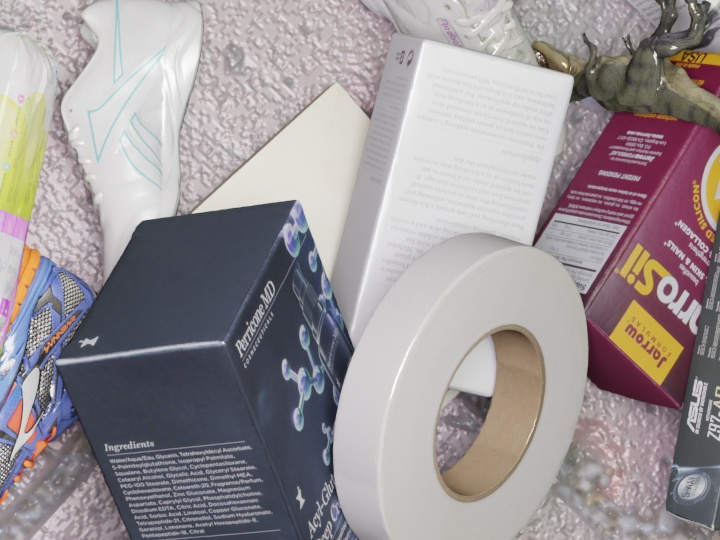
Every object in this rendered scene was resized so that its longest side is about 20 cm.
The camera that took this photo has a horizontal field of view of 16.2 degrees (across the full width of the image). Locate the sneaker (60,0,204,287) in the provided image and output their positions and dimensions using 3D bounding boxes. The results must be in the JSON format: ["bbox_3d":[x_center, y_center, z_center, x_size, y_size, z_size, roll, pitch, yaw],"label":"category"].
[{"bbox_3d":[-0.145,-0.071,1.523,0.080,0.070,0.200,8,76,-10],"label":"sneaker"}]

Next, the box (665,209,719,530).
[{"bbox_3d":[0.277,0.063,1.594,0.160,0.044,0.200,3,99,-41],"label":"box"}]

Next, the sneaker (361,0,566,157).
[{"bbox_3d":[0.064,-0.148,1.573,0.075,0.100,0.200,-42,99,-22],"label":"sneaker"}]

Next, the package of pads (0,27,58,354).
[{"bbox_3d":[-0.263,-0.046,1.446,0.154,0.068,0.200,7,82,16],"label":"package of pads"}]

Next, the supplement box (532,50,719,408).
[{"bbox_3d":[0.194,-0.028,1.593,0.110,0.086,0.200,42,74,-32],"label":"supplement box"}]

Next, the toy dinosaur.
[{"bbox_3d":[0.184,-0.131,1.565,0.047,0.200,0.088,16,96,-37],"label":"toy dinosaur"}]

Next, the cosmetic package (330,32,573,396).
[{"bbox_3d":[0.050,-0.035,1.524,0.101,0.071,0.200,13,95,-16],"label":"cosmetic package"}]

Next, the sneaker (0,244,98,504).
[{"bbox_3d":[-0.201,0.087,1.485,0.078,0.075,0.200,19,81,-18],"label":"sneaker"}]

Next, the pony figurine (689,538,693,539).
[{"bbox_3d":[0.208,0.291,1.565,0.193,0.167,0.200,36,91,-3],"label":"pony figurine"}]

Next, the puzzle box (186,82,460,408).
[{"bbox_3d":[0.000,0.000,1.578,0.133,0.025,0.200,-43,98,-17],"label":"puzzle box"}]

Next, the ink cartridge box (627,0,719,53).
[{"bbox_3d":[0.270,-0.199,1.649,0.200,0.084,0.145,40,75,-10],"label":"ink cartridge box"}]

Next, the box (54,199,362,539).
[{"bbox_3d":[-0.071,0.085,1.434,0.148,0.107,0.200,-65,141,-53],"label":"box"}]

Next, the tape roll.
[{"bbox_3d":[0.061,0.078,1.461,0.203,0.037,0.203,-24,123,-45],"label":"tape roll"}]
